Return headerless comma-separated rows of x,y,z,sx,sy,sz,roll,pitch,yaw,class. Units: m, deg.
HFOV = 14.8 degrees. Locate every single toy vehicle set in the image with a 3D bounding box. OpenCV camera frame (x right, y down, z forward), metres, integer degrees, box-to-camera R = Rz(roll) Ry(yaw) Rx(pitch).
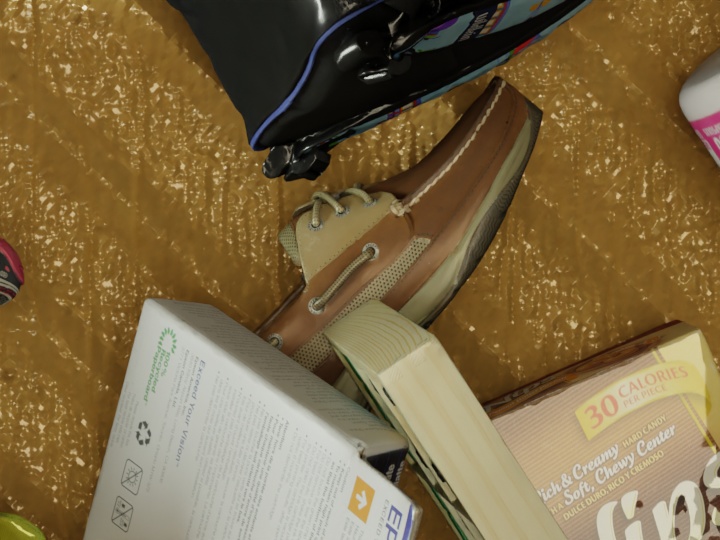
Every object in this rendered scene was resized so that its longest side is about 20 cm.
0.059,0.106,1.086,0.026,0.124,0.201,-34,100,-5,toy vehicle set

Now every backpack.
0.031,-0.148,1.111,0.199,0.183,0.135,-28,84,-18,backpack

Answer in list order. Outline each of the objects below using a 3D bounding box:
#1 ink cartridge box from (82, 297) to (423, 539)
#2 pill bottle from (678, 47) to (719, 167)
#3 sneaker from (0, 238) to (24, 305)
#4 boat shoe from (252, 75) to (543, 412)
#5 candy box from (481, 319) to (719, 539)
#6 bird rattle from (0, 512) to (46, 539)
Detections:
-0.044,0.138,1.092,0.040,0.200,0.201,4,110,-38,ink cartridge box
0.232,-0.023,1.166,0.113,0.113,0.201,-35,95,-3,pill bottle
-0.225,0.045,1.131,0.199,0.081,0.075,-28,69,-3,sneaker
0.000,0.000,1.164,0.074,0.076,0.201,35,88,-3,boat shoe
0.126,0.136,1.191,0.115,0.055,0.201,-22,96,-3,candy box
-0.217,0.154,1.114,0.112,0.163,0.201,34,80,12,bird rattle
